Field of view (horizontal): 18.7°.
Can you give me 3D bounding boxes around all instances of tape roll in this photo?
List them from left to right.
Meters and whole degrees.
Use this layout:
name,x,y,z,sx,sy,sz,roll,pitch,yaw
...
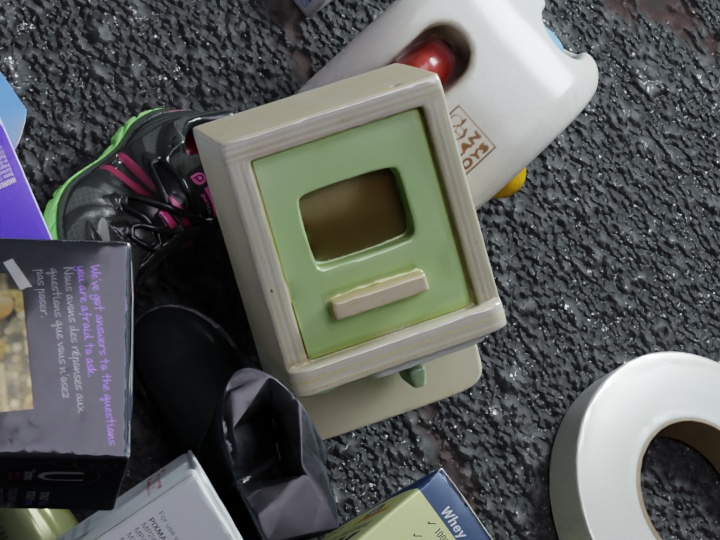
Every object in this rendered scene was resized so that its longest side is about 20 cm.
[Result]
name,x,y,z,sx,sy,sz,roll,pitch,yaw
tape roll,0.216,0.154,1.441,0.201,0.037,0.205,13,62,-25

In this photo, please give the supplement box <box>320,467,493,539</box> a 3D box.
name,x,y,z,sx,sy,sz,roll,pitch,yaw
supplement box,0.008,0.259,1.212,0.199,0.134,0.201,-35,89,-36

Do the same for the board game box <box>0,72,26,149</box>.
name,x,y,z,sx,sy,sz,roll,pitch,yaw
board game box,-0.296,-0.105,1.263,0.157,0.039,0.201,-31,80,-31

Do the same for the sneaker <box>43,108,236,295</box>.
name,x,y,z,sx,sy,sz,roll,pitch,yaw
sneaker,-0.122,-0.039,1.273,0.077,0.083,0.201,61,33,-29

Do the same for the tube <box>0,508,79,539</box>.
name,x,y,z,sx,sy,sz,roll,pitch,yaw
tube,-0.182,0.135,1.203,0.052,0.058,0.201,-29,87,-49

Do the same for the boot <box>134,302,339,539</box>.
name,x,y,z,sx,sy,sz,roll,pitch,yaw
boot,-0.074,0.080,1.202,0.065,0.200,0.166,-33,86,-7

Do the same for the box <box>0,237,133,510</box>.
name,x,y,z,sx,sy,sz,roll,pitch,yaw
box,-0.209,0.049,1.023,0.198,0.122,0.107,2,73,-10

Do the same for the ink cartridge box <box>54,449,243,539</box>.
name,x,y,z,sx,sy,sz,roll,pitch,yaw
ink cartridge box,-0.145,0.183,1.101,0.199,0.146,0.083,-33,92,-5

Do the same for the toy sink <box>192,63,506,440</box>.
name,x,y,z,sx,sy,sz,roll,pitch,yaw
toy sink,0.000,0.000,1.231,0.129,0.112,0.202,-17,103,-10

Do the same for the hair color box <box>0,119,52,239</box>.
name,x,y,z,sx,sy,sz,roll,pitch,yaw
hair color box,-0.210,-0.030,1.174,0.064,0.109,0.201,-26,98,-15

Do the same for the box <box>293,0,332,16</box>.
name,x,y,z,sx,sy,sz,roll,pitch,yaw
box,-0.048,-0.288,1.489,0.144,0.036,0.201,-40,92,-36

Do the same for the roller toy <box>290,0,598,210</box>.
name,x,y,z,sx,sy,sz,roll,pitch,yaw
roller toy,0.051,-0.101,1.369,0.140,0.182,0.200,48,54,-3
